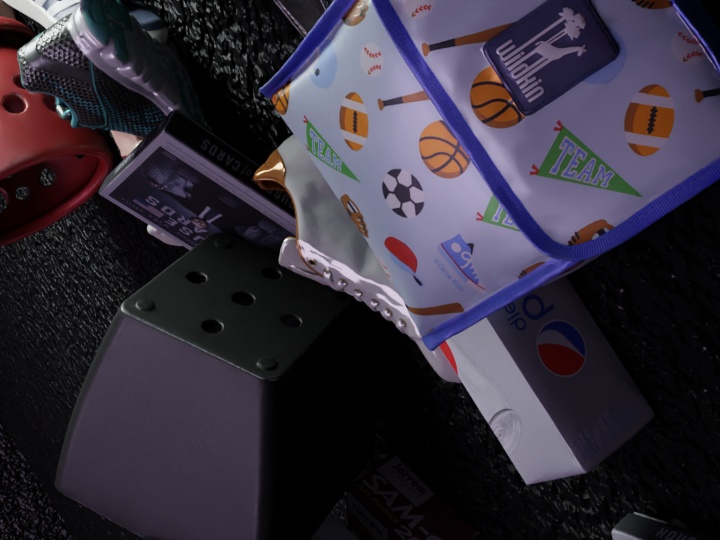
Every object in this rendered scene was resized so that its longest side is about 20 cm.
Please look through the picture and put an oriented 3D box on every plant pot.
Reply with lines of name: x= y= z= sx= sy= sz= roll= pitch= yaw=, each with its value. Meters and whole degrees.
plant pot: x=-0.100 y=0.093 z=0.835 sx=0.199 sy=0.200 sz=0.178 roll=24 pitch=127 yaw=17
plant pot: x=-0.381 y=-0.141 z=1.078 sx=0.183 sy=0.200 sz=0.200 roll=57 pitch=153 yaw=6

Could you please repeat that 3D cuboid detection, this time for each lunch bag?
lunch bag: x=0.067 y=-0.079 z=0.495 sx=0.171 sy=0.124 sz=0.200 roll=57 pitch=139 yaw=1

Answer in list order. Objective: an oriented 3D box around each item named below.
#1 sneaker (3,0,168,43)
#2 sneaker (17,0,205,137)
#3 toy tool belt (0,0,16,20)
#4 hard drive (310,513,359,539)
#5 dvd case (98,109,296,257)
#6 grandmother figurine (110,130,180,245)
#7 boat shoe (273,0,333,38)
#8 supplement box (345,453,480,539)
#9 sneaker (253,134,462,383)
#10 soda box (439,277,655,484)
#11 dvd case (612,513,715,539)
sneaker: x=-0.233 y=-0.242 z=0.874 sx=0.199 sy=0.075 sz=0.085 roll=29 pitch=123 yaw=30
sneaker: x=-0.186 y=-0.137 z=0.811 sx=0.200 sy=0.091 sz=0.078 roll=45 pitch=-155 yaw=-64
toy tool belt: x=-0.459 y=-0.314 z=1.110 sx=0.125 sy=0.123 sz=0.201 roll=-10 pitch=109 yaw=60
hard drive: x=-0.064 y=0.246 z=0.836 sx=0.132 sy=0.199 sz=0.026 roll=32 pitch=110 yaw=41
dvd case: x=-0.120 y=-0.052 z=0.853 sx=0.150 sy=0.025 sz=0.200 roll=33 pitch=158 yaw=-18
grandmother figurine: x=-0.198 y=-0.112 z=0.965 sx=0.121 sy=0.060 sz=0.201 roll=-117 pitch=3 yaw=-69
boat shoe: x=-0.056 y=-0.196 z=0.624 sx=0.201 sy=0.071 sz=0.072 roll=59 pitch=152 yaw=-2
supplement box: x=0.044 y=0.269 z=0.944 sx=0.109 sy=0.061 sz=0.201 roll=37 pitch=145 yaw=35
sneaker: x=0.000 y=0.000 z=0.702 sx=0.201 sy=0.084 sz=0.073 roll=57 pitch=179 yaw=12
soda box: x=0.082 y=0.024 z=0.629 sx=0.201 sy=0.063 sz=0.068 roll=58 pitch=153 yaw=1
dvd case: x=0.238 y=0.247 z=0.626 sx=0.150 sy=0.025 sz=0.201 roll=6 pitch=124 yaw=57
